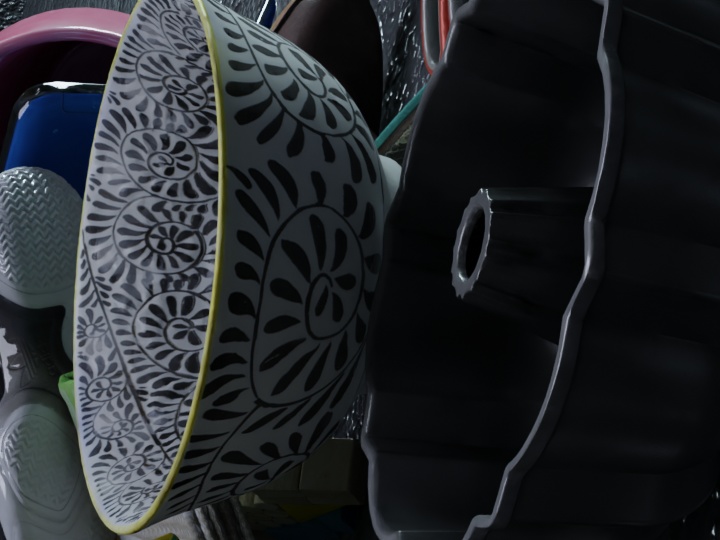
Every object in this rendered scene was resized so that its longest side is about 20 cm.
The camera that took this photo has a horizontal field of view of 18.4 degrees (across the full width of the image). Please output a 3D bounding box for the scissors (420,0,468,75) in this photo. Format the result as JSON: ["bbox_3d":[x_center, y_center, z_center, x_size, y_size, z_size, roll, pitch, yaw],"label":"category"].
[{"bbox_3d":[0.039,-0.182,0.955,0.073,0.014,0.201,-176,84,-75],"label":"scissors"}]

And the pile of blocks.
[{"bbox_3d":[-0.044,0.090,1.016,0.200,0.082,0.062,-23,54,54],"label":"pile of blocks"}]

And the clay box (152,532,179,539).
[{"bbox_3d":[-0.073,0.211,0.917,0.115,0.047,0.200,54,153,31],"label":"clay box"}]

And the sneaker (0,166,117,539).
[{"bbox_3d":[-0.173,0.058,1.045,0.114,0.075,0.201,-12,79,39],"label":"sneaker"}]

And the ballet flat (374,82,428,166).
[{"bbox_3d":[0.000,0.000,0.896,0.200,0.075,0.068,-40,-13,21],"label":"ballet flat"}]

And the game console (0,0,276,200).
[{"bbox_3d":[-0.128,-0.039,1.161,0.118,0.170,0.200,60,140,44],"label":"game console"}]

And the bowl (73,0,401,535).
[{"bbox_3d":[-0.037,-0.002,0.809,0.201,0.094,0.202,-174,90,-69],"label":"bowl"}]

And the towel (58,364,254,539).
[{"bbox_3d":[-0.075,0.137,0.946,0.149,0.031,0.201,-11,101,65],"label":"towel"}]

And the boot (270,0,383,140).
[{"bbox_3d":[0.003,-0.044,1.010,0.166,0.072,0.201,-2,73,62],"label":"boot"}]

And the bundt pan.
[{"bbox_3d":[0.067,-0.001,0.664,0.202,0.076,0.203,-168,90,-76],"label":"bundt pan"}]

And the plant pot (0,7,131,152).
[{"bbox_3d":[-0.160,-0.076,1.398,0.179,0.199,0.201,-73,0,-70],"label":"plant pot"}]
